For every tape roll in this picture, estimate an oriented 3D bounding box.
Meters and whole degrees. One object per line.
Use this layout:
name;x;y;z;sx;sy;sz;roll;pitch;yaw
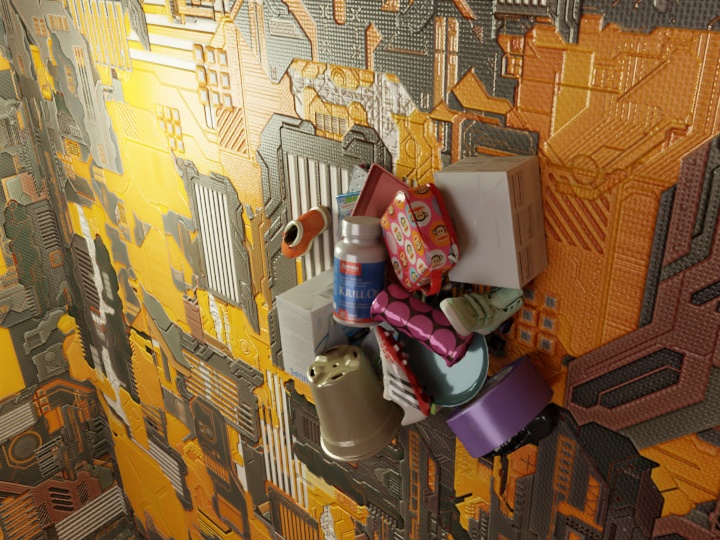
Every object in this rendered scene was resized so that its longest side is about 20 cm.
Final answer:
tape roll;0.261;0.256;1.305;0.086;0.198;0.200;52;138;8

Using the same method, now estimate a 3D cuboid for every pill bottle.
pill bottle;0.000;0.000;1.380;0.110;0.111;0.206;14;110;41

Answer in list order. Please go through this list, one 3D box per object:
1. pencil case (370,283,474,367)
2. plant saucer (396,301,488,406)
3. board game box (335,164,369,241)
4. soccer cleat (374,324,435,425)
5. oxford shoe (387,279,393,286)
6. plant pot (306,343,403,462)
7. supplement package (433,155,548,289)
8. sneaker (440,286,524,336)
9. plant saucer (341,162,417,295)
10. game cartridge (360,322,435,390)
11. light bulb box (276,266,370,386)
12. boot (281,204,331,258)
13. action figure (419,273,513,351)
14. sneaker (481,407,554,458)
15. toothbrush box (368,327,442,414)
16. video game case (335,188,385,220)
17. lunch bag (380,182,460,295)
pencil case;0.117;0.106;1.305;0.198;0.091;0.095;32;144;23
plant saucer;0.161;0.161;1.350;0.195;0.027;0.207;4;98;31
board game box;0.040;-0.095;1.488;0.199;0.026;0.203;40;135;25
soccer cleat;0.068;0.206;1.357;0.084;0.068;0.203;-32;84;15
oxford shoe;0.025;0.031;1.472;0.199;0.071;0.072;41;134;20
plant pot;-0.026;0.272;1.497;0.197;0.200;0.187;7;129;44
supplement package;0.232;-0.089;1.223;0.153;0.110;0.205;7;115;43
sneaker;0.218;0.053;1.208;0.118;0.199;0.075;-42;66;21
plant saucer;0.075;-0.085;1.395;0.198;0.037;0.203;36;124;16
game cartridge;0.088;0.195;1.456;0.201;0.040;0.134;52;132;16
light bulb box;-0.077;0.129;1.600;0.123;0.196;0.205;21;126;40
boot;-0.157;-0.079;1.646;0.076;0.106;0.200;54;140;6
action figure;0.200;0.086;1.370;0.197;0.069;0.133;29;115;22
sneaker;0.308;0.331;1.383;0.077;0.090;0.200;53;137;11
toothbrush box;0.115;0.194;1.517;0.197;0.085;0.149;24;126;35
video game case;0.023;-0.071;1.486;0.141;0.018;0.205;-2;109;48
lunch bag;0.107;-0.045;1.249;0.200;0.080;0.180;128;124;-71
